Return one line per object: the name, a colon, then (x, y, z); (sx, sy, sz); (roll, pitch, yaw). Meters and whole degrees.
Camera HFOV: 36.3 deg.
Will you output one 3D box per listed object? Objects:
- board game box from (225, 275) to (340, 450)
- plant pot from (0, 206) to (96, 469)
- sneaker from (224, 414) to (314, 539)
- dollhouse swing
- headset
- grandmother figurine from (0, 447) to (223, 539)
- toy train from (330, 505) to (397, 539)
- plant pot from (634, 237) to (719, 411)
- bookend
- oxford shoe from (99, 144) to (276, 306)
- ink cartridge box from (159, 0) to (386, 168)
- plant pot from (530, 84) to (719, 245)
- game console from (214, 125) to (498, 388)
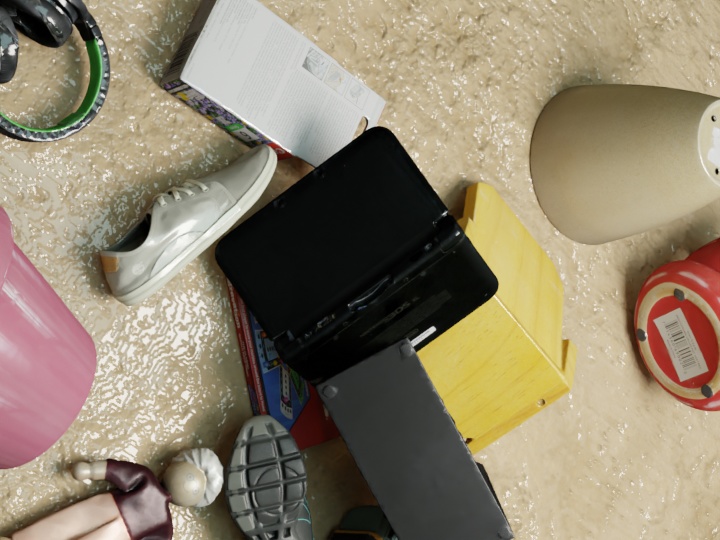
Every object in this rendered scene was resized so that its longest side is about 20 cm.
board game box: (-0.066, 0.071, 1.055); (0.103, 0.019, 0.201); (-15, 96, -34)
plant pot: (-0.301, 0.050, 0.810); (0.179, 0.199, 0.201); (46, 65, -40)
sneaker: (-0.081, 0.228, 1.006); (0.075, 0.079, 0.201); (-9, 96, -7)
dollhouse swing: (0.114, 0.040, 1.165); (0.181, 0.176, 0.200); (-36, 114, 15)
headset: (-0.276, -0.199, 0.881); (0.123, 0.094, 0.201); (-42, 116, -27)
grandmother figurine: (-0.204, 0.215, 0.937); (0.199, 0.060, 0.122); (-28, 112, -28)
toy train: (0.040, 0.321, 1.082); (0.200, 0.085, 0.114); (43, 57, -25)
plant pot: (0.440, 0.058, 1.282); (0.182, 0.200, 0.201); (-16, 97, -30)
bookend: (0.046, 0.153, 1.025); (0.092, 0.200, 0.199); (-28, 95, 2)
oxford shoe: (-0.151, -0.053, 0.972); (0.200, 0.075, 0.058); (-45, 113, -21)
ink cartridge box: (-0.078, -0.168, 1.038); (0.200, 0.050, 0.109); (33, 71, -29)
plant pot: (0.324, -0.126, 1.211); (0.187, 0.200, 0.188); (1, 88, -34)
game console: (0.000, 0.000, 1.023); (0.200, 0.117, 0.176); (-36, 141, 6)
